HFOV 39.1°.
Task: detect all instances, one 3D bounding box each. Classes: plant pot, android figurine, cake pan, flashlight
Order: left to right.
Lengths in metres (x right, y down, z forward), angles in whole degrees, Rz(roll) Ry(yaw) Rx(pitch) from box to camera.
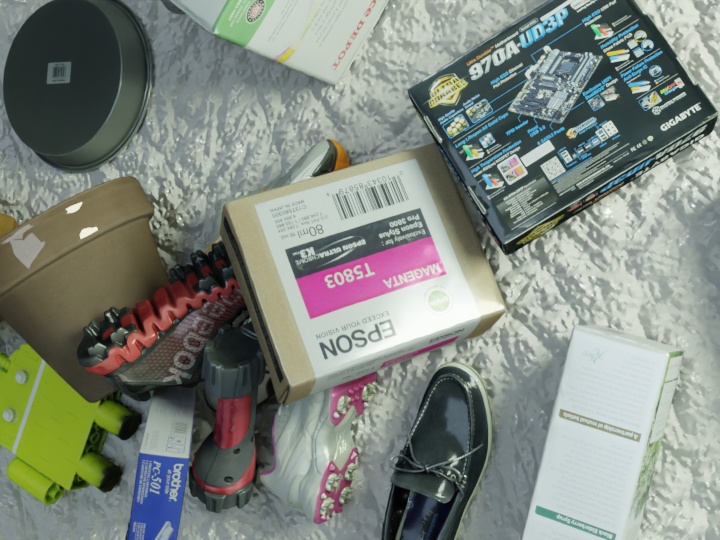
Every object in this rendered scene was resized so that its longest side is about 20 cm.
[{"bbox_3d":[-0.332,0.155,1.101,0.199,0.041,0.183,26,99,24],"label":"android figurine"},{"bbox_3d":[-0.317,-0.209,1.111,0.199,0.037,0.201,-2,86,27],"label":"cake pan"},{"bbox_3d":[-0.265,0.031,1.005,0.200,0.200,0.175,-29,93,23],"label":"plant pot"},{"bbox_3d":[-0.122,0.139,0.925,0.201,0.068,0.068,99,158,-44],"label":"flashlight"}]

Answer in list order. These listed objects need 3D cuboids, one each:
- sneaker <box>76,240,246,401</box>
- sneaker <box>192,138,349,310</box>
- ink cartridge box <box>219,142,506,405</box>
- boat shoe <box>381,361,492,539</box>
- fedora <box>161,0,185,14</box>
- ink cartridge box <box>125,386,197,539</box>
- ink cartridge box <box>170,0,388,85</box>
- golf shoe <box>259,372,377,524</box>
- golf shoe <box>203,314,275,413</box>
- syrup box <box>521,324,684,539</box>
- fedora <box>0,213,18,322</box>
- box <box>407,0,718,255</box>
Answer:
[{"bbox_3d":[-0.152,0.049,0.923,0.200,0.098,0.071,-34,30,-2],"label":"sneaker"},{"bbox_3d":[-0.096,-0.058,0.973,0.200,0.076,0.092,-49,64,15],"label":"sneaker"},{"bbox_3d":[0.000,0.000,0.860,0.199,0.075,0.165,-18,76,-16],"label":"ink cartridge box"},{"bbox_3d":[0.064,0.179,0.885,0.074,0.062,0.201,17,94,28],"label":"boat shoe"},{"bbox_3d":[-0.115,-0.326,0.968,0.201,0.090,0.177,-59,37,16],"label":"fedora"},{"bbox_3d":[-0.179,0.169,0.933,0.044,0.200,0.094,9,104,-8],"label":"ink cartridge box"},{"bbox_3d":[-0.059,-0.262,0.893,0.087,0.200,0.146,40,106,26],"label":"ink cartridge box"},{"bbox_3d":[-0.041,0.128,0.936,0.091,0.075,0.201,16,94,30],"label":"golf shoe"},{"bbox_3d":[-0.093,0.064,0.957,0.200,0.088,0.077,-46,71,19],"label":"golf shoe"},{"bbox_3d":[0.191,0.149,0.811,0.081,0.079,0.201,16,95,26],"label":"syrup box"},{"bbox_3d":[-0.418,-0.003,1.101,0.081,0.201,0.202,4,89,-5],"label":"fedora"},{"bbox_3d":[0.162,-0.131,0.830,0.199,0.046,0.159,-32,73,5],"label":"box"}]
